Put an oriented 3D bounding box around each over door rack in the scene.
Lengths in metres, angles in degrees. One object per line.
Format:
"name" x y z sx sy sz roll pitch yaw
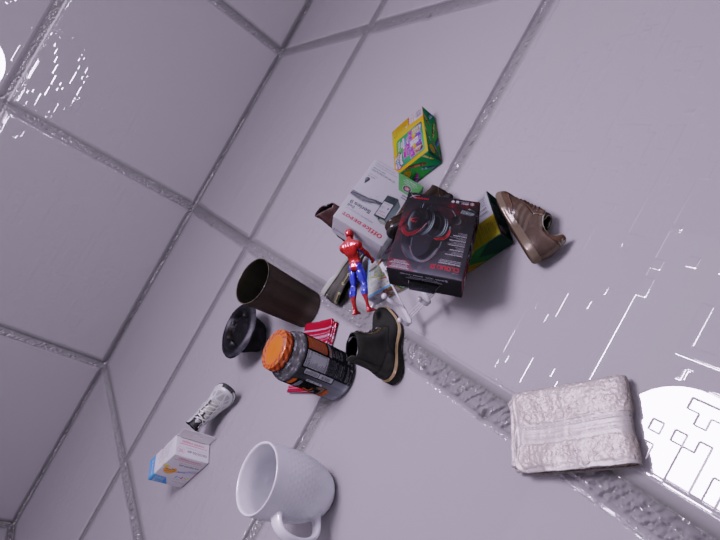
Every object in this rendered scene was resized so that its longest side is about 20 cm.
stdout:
"over door rack" 0.105 0.000 1.180 0.148 0.067 0.200 -49 35 27

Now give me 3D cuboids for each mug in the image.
"mug" -0.142 0.470 1.129 0.148 0.175 0.200 -48 34 19

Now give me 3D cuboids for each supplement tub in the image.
"supplement tub" -0.123 0.219 1.282 0.122 0.200 0.123 -35 39 35

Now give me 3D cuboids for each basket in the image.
"basket" -0.225 0.071 1.542 0.180 0.200 0.136 17 78 56

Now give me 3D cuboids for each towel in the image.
"towel" -0.130 0.228 1.453 0.144 0.022 0.200 -15 53 50
"towel" 0.312 0.235 0.822 0.200 0.034 0.133 -26 46 41

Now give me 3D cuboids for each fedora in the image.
"fedora" -0.354 0.198 1.719 0.200 0.092 0.201 -34 41 35

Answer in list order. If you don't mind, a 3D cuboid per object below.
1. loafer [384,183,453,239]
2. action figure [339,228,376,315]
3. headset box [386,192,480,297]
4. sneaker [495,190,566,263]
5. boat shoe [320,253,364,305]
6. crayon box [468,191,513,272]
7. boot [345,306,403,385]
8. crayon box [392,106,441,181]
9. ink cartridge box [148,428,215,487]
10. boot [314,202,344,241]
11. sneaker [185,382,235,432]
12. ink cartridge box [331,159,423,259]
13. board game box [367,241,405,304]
"loafer" 0.125 -0.137 1.262 0.071 0.200 0.073 47 148 20
"action figure" 0.000 0.000 1.293 0.065 0.099 0.201 -13 86 24
"headset box" 0.143 -0.044 1.066 0.148 0.075 0.200 11 64 15
"sneaker" 0.327 -0.094 1.054 0.075 0.070 0.200 -27 44 13
"boat shoe" -0.028 0.006 1.438 0.202 0.060 0.072 -53 -8 23
"crayon box" 0.219 -0.060 1.169 0.200 0.051 0.127 -36 42 32
"boot" 0.024 0.138 1.201 0.077 0.138 0.200 -42 35 26
"crayon box" 0.150 -0.338 1.483 0.119 0.058 0.200 -35 40 35
"ink cartridge box" -0.541 0.571 1.657 0.200 0.115 0.068 -44 36 24
"boot" -0.011 -0.120 1.426 0.200 0.166 0.072 -9 53 52
"sneaker" -0.457 0.430 1.657 0.201 0.076 0.115 -47 5 35
"ink cartridge box" 0.042 -0.150 1.346 0.200 0.146 0.084 -56 -8 -22
"board game box" 0.096 -0.016 1.322 0.200 0.034 0.135 -30 43 39
